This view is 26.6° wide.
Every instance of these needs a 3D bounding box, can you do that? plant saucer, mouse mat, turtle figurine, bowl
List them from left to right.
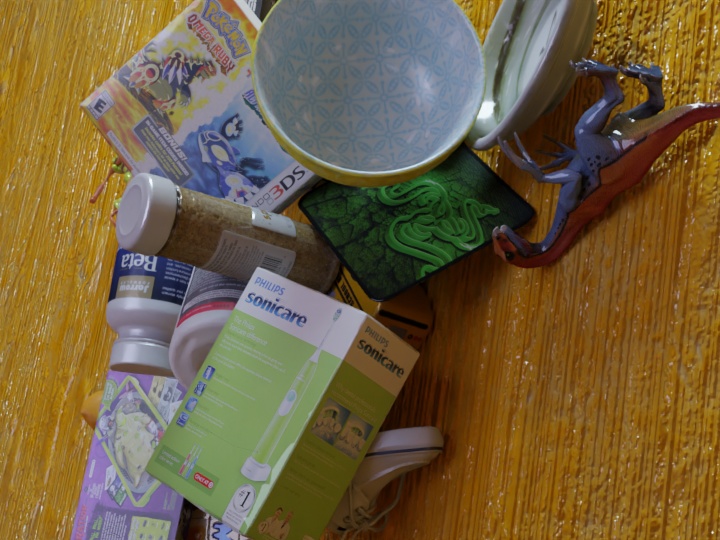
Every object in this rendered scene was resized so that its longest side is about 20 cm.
[{"bbox_3d":[-0.251,-0.114,1.831,0.162,0.064,0.200,-55,27,9],"label":"turtle figurine"},{"bbox_3d":[0.004,-0.152,1.318,0.108,0.198,0.202,104,173,-70],"label":"bowl"},{"bbox_3d":[0.044,-0.056,1.335,0.160,0.008,0.200,-29,38,-8],"label":"mouse mat"},{"bbox_3d":[0.151,-0.187,1.268,0.200,0.050,0.202,-159,90,-78],"label":"plant saucer"}]

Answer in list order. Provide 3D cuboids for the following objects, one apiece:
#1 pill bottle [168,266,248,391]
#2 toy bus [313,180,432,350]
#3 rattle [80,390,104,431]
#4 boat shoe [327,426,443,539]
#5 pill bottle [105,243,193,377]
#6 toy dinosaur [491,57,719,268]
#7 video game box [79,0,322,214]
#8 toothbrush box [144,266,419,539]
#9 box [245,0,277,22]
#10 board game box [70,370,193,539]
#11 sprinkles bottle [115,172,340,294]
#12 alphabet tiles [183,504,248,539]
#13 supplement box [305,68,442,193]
[{"bbox_3d":[-0.116,0.028,1.486,0.111,0.110,0.201,-44,22,33],"label":"pill bottle"},{"bbox_3d":[0.000,0.000,1.405,0.079,0.065,0.201,-58,35,22],"label":"toy bus"},{"bbox_3d":[-0.166,0.130,1.516,0.199,0.142,0.131,-6,54,60],"label":"rattle"},{"bbox_3d":[-0.013,0.196,1.294,0.200,0.074,0.087,-20,70,22],"label":"boat shoe"},{"bbox_3d":[-0.219,0.017,1.671,0.111,0.110,0.202,-17,60,51],"label":"pill bottle"},{"bbox_3d":[0.173,-0.071,1.177,0.200,0.104,0.183,34,122,45],"label":"toy dinosaur"},{"bbox_3d":[-0.132,-0.133,1.410,0.182,0.201,0.047,-39,-5,9],"label":"video game box"},{"bbox_3d":[-0.066,0.118,1.267,0.145,0.086,0.201,20,80,44],"label":"toothbrush box"},{"bbox_3d":[-0.116,-0.213,1.538,0.158,0.049,0.202,80,-163,-71],"label":"box"},{"bbox_3d":[-0.213,0.202,1.476,0.119,0.032,0.202,5,75,21],"label":"board game box"},{"bbox_3d":[-0.114,-0.028,1.343,0.068,0.198,0.069,-31,52,48],"label":"sprinkles bottle"},{"bbox_3d":[-0.142,0.188,1.467,0.198,0.006,0.168,-5,71,23],"label":"alphabet tiles"},{"bbox_3d":[0.002,-0.167,1.442,0.199,0.061,0.110,-31,63,31],"label":"supplement box"}]
